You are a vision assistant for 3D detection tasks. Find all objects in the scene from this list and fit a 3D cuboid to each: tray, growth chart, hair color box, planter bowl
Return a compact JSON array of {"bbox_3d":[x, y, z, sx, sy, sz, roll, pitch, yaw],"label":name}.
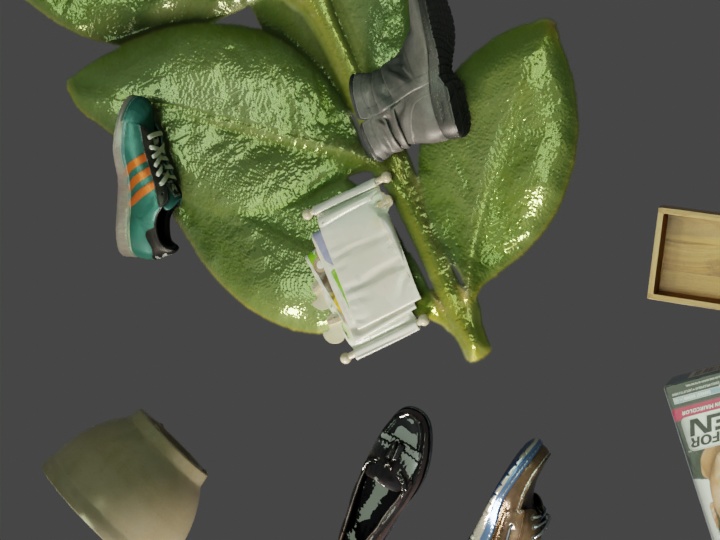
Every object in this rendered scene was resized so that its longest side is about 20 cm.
[{"bbox_3d":[0.408,-0.006,1.490,0.198,0.037,0.100,10,101,23],"label":"tray"},{"bbox_3d":[0.000,0.000,1.674,0.143,0.018,0.202,-17,90,24],"label":"growth chart"},{"bbox_3d":[0.402,0.201,1.504,0.098,0.061,0.202,-18,90,24],"label":"hair color box"},{"bbox_3d":[-0.273,0.258,1.745,0.200,0.200,0.135,43,83,13],"label":"planter bowl"}]

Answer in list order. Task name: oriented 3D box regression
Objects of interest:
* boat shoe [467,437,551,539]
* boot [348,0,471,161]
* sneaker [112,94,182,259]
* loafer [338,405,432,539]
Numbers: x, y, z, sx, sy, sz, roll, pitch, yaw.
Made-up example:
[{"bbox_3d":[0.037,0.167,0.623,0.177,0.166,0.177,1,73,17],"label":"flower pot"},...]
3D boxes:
[{"bbox_3d":[0.177,0.281,1.611,0.072,0.072,0.201,30,117,12],"label":"boat shoe"},{"bbox_3d":[0.042,-0.232,1.604,0.130,0.070,0.203,-10,88,29],"label":"boot"},{"bbox_3d":[-0.254,-0.114,1.746,0.079,0.071,0.203,5,103,18],"label":"sneaker"},{"bbox_3d":[0.027,0.257,1.669,0.071,0.063,0.202,28,106,17],"label":"loafer"}]
